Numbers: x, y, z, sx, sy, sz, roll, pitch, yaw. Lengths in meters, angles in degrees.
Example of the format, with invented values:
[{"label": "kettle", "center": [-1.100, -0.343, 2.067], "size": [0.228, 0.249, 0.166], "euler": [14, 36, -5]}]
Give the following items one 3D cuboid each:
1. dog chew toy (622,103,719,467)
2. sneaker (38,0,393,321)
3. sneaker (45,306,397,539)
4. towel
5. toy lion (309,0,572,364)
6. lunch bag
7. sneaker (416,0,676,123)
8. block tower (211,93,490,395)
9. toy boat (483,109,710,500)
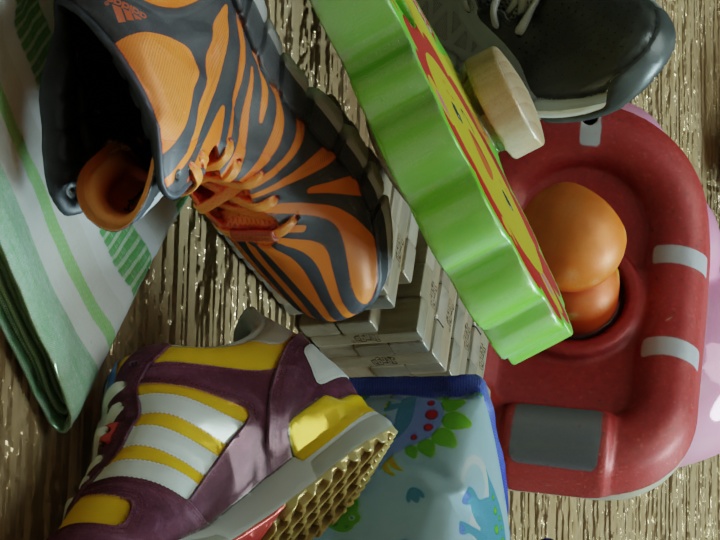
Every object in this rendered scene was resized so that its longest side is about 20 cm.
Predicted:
[{"label": "dog chew toy", "center": [0.140, 0.004, 1.448], "size": [0.124, 0.124, 0.201], "euler": [-25, 100, -65]}, {"label": "sneaker", "center": [-0.061, -0.036, 1.005], "size": [0.200, 0.077, 0.112], "euler": [58, 39, -30]}, {"label": "sneaker", "center": [-0.079, 0.081, 0.994], "size": [0.200, 0.090, 0.075], "euler": [-27, 155, -45]}, {"label": "towel", "center": [-0.100, -0.063, 1.019], "size": [0.200, 0.023, 0.153], "euler": [-67, 145, -47]}, {"label": "toy lion", "center": [0.022, -0.067, 1.059], "size": [0.201, 0.068, 0.192], "euler": [59, 9, -23]}, {"label": "lunch bag", "center": [0.011, 0.165, 1.118], "size": [0.201, 0.127, 0.171], "euler": [77, 19, -49]}, {"label": "sneaker", "center": [0.038, -0.134, 1.180], "size": [0.075, 0.200, 0.116], "euler": [-54, 133, -12]}, {"label": "block tower", "center": [0.000, 0.000, 1.197], "size": [0.200, 0.054, 0.058], "euler": [54, 39, -51]}, {"label": "toy boat", "center": [0.102, 0.003, 1.315], "size": [0.131, 0.130, 0.201], "euler": [83, 13, -58]}]
